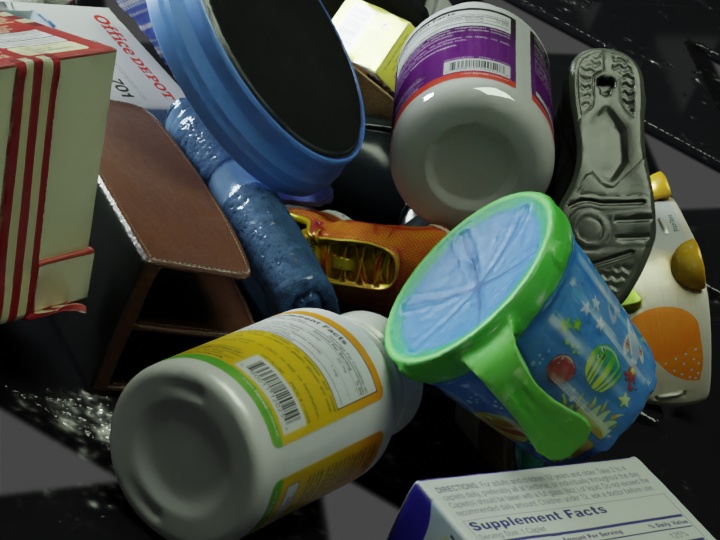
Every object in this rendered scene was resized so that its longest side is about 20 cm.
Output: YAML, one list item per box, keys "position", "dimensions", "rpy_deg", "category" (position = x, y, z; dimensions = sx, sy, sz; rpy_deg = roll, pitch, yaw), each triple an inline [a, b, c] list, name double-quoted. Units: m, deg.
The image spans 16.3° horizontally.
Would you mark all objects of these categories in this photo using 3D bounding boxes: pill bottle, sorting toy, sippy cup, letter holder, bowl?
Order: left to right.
- position: [-0.129, -0.015, 1.633]
  dimensions: [0.141, 0.101, 0.200]
  rpy_deg: [8, 31, -33]
  category: "letter holder"
- position: [-0.065, -0.146, 1.669]
  dimensions: [0.201, 0.039, 0.201]
  rpy_deg: [44, 29, -33]
  category: "bowl"
- position: [-0.048, 0.085, 1.503]
  dimensions: [0.111, 0.111, 0.200]
  rpy_deg: [36, 29, 21]
  category: "pill bottle"
- position: [0.078, -0.114, 1.756]
  dimensions: [0.112, 0.113, 0.200]
  rpy_deg: [21, 26, -7]
  category: "pill bottle"
- position: [0.106, 0.045, 1.524]
  dimensions: [0.130, 0.139, 0.178]
  rpy_deg: [44, 53, -22]
  category: "sippy cup"
- position: [0.151, 0.005, 1.858]
  dimensions: [0.179, 0.107, 0.200]
  rpy_deg: [-3, 33, -9]
  category: "sorting toy"

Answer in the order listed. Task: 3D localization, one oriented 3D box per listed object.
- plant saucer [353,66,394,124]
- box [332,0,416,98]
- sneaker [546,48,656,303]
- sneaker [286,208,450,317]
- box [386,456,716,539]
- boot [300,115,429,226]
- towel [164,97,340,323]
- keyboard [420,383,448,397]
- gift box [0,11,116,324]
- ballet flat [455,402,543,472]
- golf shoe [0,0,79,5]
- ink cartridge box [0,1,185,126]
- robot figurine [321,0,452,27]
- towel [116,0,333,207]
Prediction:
- position: [-0.034, -0.137, 1.918]
  dimensions: [0.200, 0.036, 0.200]
  rpy_deg: [34, -6, 4]
  category: "plant saucer"
- position: [0.051, -0.130, 1.922]
  dimensions: [0.075, 0.050, 0.200]
  rpy_deg: [30, -7, 43]
  category: "box"
- position: [0.166, -0.046, 1.797]
  dimensions: [0.076, 0.114, 0.201]
  rpy_deg: [2, 65, -2]
  category: "sneaker"
- position: [0.000, 0.000, 1.703]
  dimensions: [0.077, 0.074, 0.199]
  rpy_deg: [-2, 7, -42]
  category: "sneaker"
- position: [0.131, 0.212, 1.430]
  dimensions: [0.183, 0.105, 0.200]
  rpy_deg: [-2, 37, -40]
  category: "box"
- position: [0.033, -0.035, 1.797]
  dimensions: [0.199, 0.077, 0.168]
  rpy_deg: [5, 32, -2]
  category: "boot"
- position: [-0.070, -0.021, 1.667]
  dimensions: [0.048, 0.112, 0.200]
  rpy_deg: [-22, 51, -14]
  category: "towel"
- position: [0.046, 0.067, 1.673]
  dimensions: [0.103, 0.040, 0.200]
  rpy_deg: [15, 8, -1]
  category: "keyboard"
- position: [-0.255, -0.050, 1.488]
  dimensions: [0.199, 0.188, 0.184]
  rpy_deg: [22, 21, 31]
  category: "gift box"
- position: [0.107, 0.089, 1.688]
  dimensions: [0.072, 0.068, 0.200]
  rpy_deg: [11, 22, 21]
  category: "ballet flat"
- position: [-0.266, -0.219, 1.880]
  dimensions: [0.075, 0.092, 0.200]
  rpy_deg: [-7, 20, 13]
  category: "golf shoe"
- position: [-0.234, -0.117, 1.745]
  dimensions: [0.199, 0.086, 0.146]
  rpy_deg: [-3, 37, -41]
  category: "ink cartridge box"
- position: [-0.015, -0.207, 2.016]
  dimensions: [0.200, 0.125, 0.150]
  rpy_deg: [36, 21, -16]
  category: "robot figurine"
- position: [-0.100, -0.125, 1.754]
  dimensions: [0.200, 0.024, 0.145]
  rpy_deg: [54, -15, -15]
  category: "towel"
